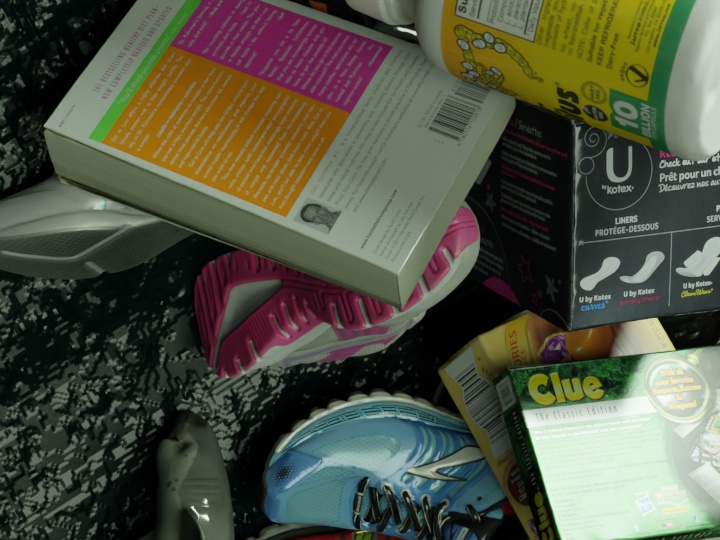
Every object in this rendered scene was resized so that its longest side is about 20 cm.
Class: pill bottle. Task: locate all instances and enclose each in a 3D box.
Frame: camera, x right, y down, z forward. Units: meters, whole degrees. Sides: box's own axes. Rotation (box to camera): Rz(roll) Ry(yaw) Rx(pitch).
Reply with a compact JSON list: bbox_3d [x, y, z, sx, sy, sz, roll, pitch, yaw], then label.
[{"bbox_3d":[0.096,-0.136,1.406,0.113,0.200,0.113,-52,154,-38],"label":"pill bottle"}]

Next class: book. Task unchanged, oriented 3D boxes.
[{"bbox_3d":[-0.039,-0.075,1.455,0.134,0.199,0.048,-59,159,-27],"label":"book"}]

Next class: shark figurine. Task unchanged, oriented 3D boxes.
[{"bbox_3d":[-0.093,0.196,1.550,0.089,0.128,0.215,18,96,-25],"label":"shark figurine"}]

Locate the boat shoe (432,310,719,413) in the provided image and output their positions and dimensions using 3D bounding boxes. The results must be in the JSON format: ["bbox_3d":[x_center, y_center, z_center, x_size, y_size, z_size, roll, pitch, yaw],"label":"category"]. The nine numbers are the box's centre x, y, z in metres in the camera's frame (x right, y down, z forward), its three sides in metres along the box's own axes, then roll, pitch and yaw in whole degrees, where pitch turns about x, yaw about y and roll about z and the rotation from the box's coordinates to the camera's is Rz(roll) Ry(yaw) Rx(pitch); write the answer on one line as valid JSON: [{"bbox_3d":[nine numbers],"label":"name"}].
[{"bbox_3d":[0.139,0.055,1.657,0.201,0.063,0.074,-18,114,-15],"label":"boat shoe"}]

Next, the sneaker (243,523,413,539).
[{"bbox_3d":[0.002,0.178,1.615,0.199,0.085,0.077,-18,110,-19],"label":"sneaker"}]

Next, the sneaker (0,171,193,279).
[{"bbox_3d":[-0.113,-0.051,1.516,0.200,0.070,0.080,-16,71,-6],"label":"sneaker"}]

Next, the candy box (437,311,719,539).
[{"bbox_3d":[0.142,0.112,1.567,0.116,0.056,0.200,-22,77,-33],"label":"candy box"}]

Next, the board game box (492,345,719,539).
[{"bbox_3d":[0.173,0.093,1.545,0.199,0.023,0.105,-4,70,-28],"label":"board game box"}]

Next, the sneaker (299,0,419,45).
[{"bbox_3d":[-0.016,-0.168,1.502,0.200,0.090,0.070,19,107,-29],"label":"sneaker"}]

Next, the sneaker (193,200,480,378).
[{"bbox_3d":[0.000,0.000,1.527,0.088,0.200,0.082,-4,78,-41],"label":"sneaker"}]

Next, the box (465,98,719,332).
[{"bbox_3d":[0.122,-0.054,1.540,0.132,0.200,0.115,-8,108,-23],"label":"box"}]

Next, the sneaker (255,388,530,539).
[{"bbox_3d":[0.042,0.122,1.588,0.199,0.090,0.079,-1,133,-10],"label":"sneaker"}]
